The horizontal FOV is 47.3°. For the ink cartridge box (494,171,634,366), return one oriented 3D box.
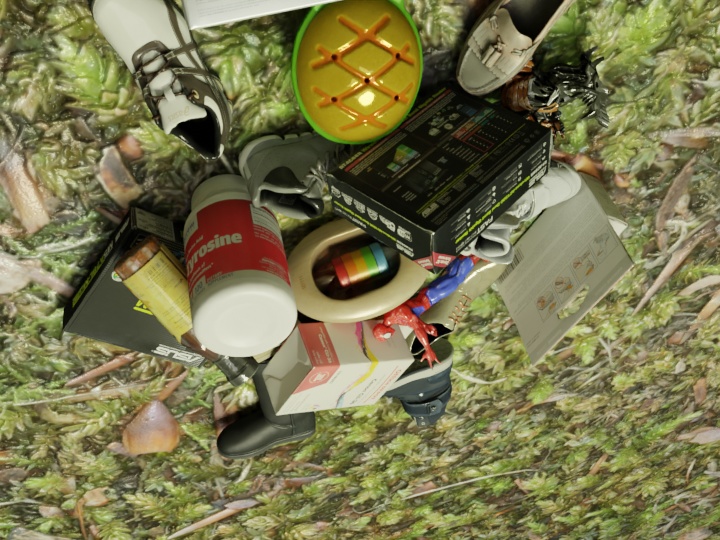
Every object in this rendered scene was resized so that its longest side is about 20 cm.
[{"bbox_3d":[0.271,0.002,1.083,0.044,0.177,0.200,15,129,-30],"label":"ink cartridge box"}]

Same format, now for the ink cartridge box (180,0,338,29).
[{"bbox_3d":[-0.069,-0.315,0.699,0.198,0.084,0.177,-12,111,-5],"label":"ink cartridge box"}]

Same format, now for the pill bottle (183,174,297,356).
[{"bbox_3d":[-0.140,-0.013,0.920,0.111,0.201,0.113,-9,136,-9],"label":"pill bottle"}]

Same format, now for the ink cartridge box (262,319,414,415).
[{"bbox_3d":[-0.013,0.124,1.074,0.199,0.068,0.117,-1,143,-37],"label":"ink cartridge box"}]

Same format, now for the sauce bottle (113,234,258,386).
[{"bbox_3d":[-0.196,0.052,0.949,0.066,0.066,0.200,-33,106,17],"label":"sauce bottle"}]

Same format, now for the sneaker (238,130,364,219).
[{"bbox_3d":[-0.033,-0.109,0.917,0.198,0.116,0.075,-17,137,0],"label":"sneaker"}]

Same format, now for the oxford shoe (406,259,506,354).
[{"bbox_3d":[0.136,0.047,1.161,0.071,0.074,0.200,29,120,-35],"label":"oxford shoe"}]

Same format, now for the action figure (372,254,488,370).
[{"bbox_3d":[0.108,0.051,1.069,0.199,0.065,0.100,-31,100,-17],"label":"action figure"}]

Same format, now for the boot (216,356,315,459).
[{"bbox_3d":[-0.147,0.192,1.226,0.163,0.066,0.201,-16,141,-14],"label":"boot"}]

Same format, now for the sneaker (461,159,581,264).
[{"bbox_3d":[0.195,-0.071,1.028,0.198,0.116,0.076,-9,137,-8],"label":"sneaker"}]

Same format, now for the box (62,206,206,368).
[{"bbox_3d":[-0.244,0.030,1.043,0.199,0.048,0.193,22,121,-35],"label":"box"}]

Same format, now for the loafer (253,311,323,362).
[{"bbox_3d":[-0.114,0.067,1.054,0.199,0.076,0.069,-11,141,-37],"label":"loafer"}]

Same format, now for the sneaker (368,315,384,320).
[{"bbox_3d":[0.009,0.063,1.136,0.200,0.078,0.073,-40,133,22],"label":"sneaker"}]

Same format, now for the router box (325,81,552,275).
[{"bbox_3d":[0.085,-0.104,0.873,0.200,0.149,0.062,-40,144,-25],"label":"router box"}]

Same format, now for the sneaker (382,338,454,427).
[{"bbox_3d":[0.050,0.192,1.282,0.200,0.077,0.147,-12,134,-7],"label":"sneaker"}]

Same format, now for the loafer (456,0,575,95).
[{"bbox_3d":[0.169,-0.264,0.847,0.072,0.063,0.200,44,111,0],"label":"loafer"}]

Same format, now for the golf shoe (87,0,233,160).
[{"bbox_3d":[-0.186,-0.192,0.802,0.077,0.095,0.200,-28,135,14],"label":"golf shoe"}]

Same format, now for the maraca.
[{"bbox_3d":[-0.003,-0.224,0.822,0.136,0.107,0.202,-6,117,-13],"label":"maraca"}]

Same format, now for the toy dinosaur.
[{"bbox_3d":[0.205,-0.196,0.926,0.134,0.103,0.201,-5,142,9],"label":"toy dinosaur"}]

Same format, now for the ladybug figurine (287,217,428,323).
[{"bbox_3d":[0.000,0.000,1.038,0.198,0.137,0.072,-17,161,-5],"label":"ladybug figurine"}]
